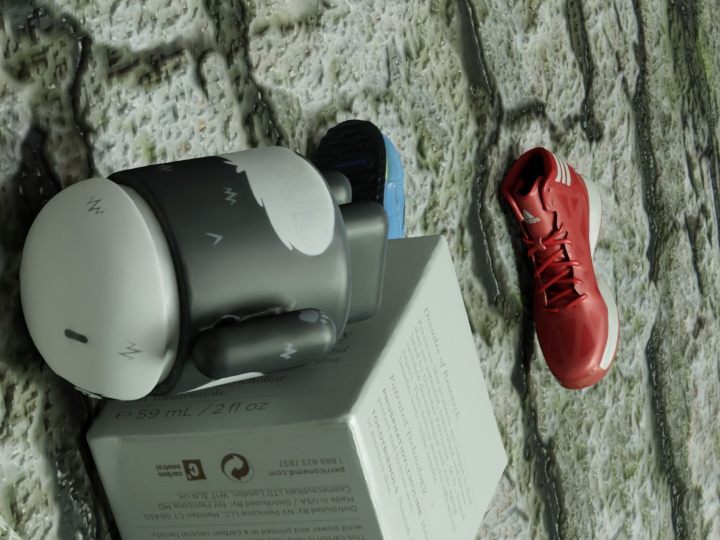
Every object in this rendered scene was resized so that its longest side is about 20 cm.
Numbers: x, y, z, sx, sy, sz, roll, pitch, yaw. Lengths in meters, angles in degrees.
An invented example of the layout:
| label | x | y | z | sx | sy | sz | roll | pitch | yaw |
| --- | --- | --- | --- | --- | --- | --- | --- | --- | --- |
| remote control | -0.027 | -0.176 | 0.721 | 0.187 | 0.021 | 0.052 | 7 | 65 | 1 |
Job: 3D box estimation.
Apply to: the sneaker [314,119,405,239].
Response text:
| label | x | y | z | sx | sy | sz | roll | pitch | yaw |
| --- | --- | --- | --- | --- | --- | --- | --- | --- | --- |
| sneaker | 0.000 | 0.000 | 1.754 | 0.078 | 0.066 | 0.201 | 55 | 37 | -57 |

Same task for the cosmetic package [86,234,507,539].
| label | x | y | z | sx | sy | sz | roll | pitch | yaw |
| --- | --- | --- | --- | --- | --- | --- | --- | --- | --- |
| cosmetic package | -0.031 | 0.104 | 1.519 | 0.200 | 0.167 | 0.167 | -61 | 140 | -55 |

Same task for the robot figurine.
| label | x | y | z | sx | sy | sz | roll | pitch | yaw |
| --- | --- | --- | --- | --- | --- | --- | --- | --- | --- |
| robot figurine | -0.084 | 0.002 | 1.399 | 0.199 | 0.150 | 0.125 | -11 | 83 | -30 |

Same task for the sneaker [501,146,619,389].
| label | x | y | z | sx | sy | sz | roll | pitch | yaw |
| --- | --- | --- | --- | --- | --- | --- | --- | --- | --- |
| sneaker | 0.151 | -0.008 | 2.137 | 0.115 | 0.078 | 0.201 | 37 | 40 | -51 |

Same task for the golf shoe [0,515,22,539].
| label | x | y | z | sx | sy | sz | roll | pitch | yaw |
| --- | --- | --- | --- | --- | --- | --- | --- | --- | --- |
| golf shoe | -0.170 | 0.155 | 1.274 | 0.075 | 0.091 | 0.200 | -72 | 147 | -41 |
